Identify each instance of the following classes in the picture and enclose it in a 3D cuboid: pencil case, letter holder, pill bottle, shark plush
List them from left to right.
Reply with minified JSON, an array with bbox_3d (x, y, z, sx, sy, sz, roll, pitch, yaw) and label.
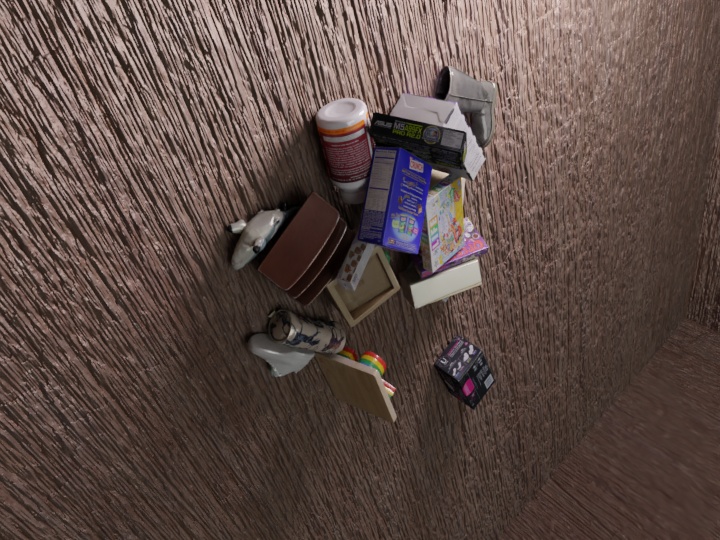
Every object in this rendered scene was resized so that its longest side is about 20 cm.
[{"bbox_3d":[-0.204,-0.088,1.273,0.202,0.089,0.084,-56,162,-34],"label":"shark plush"},{"bbox_3d":[-0.127,0.145,1.430,0.197,0.089,0.079,20,109,-46],"label":"pencil case"},{"bbox_3d":[-0.107,-0.038,1.289,0.141,0.101,0.202,36,84,-3],"label":"letter holder"},{"bbox_3d":[-0.023,-0.251,1.295,0.112,0.112,0.204,-34,132,-25],"label":"pill bottle"}]

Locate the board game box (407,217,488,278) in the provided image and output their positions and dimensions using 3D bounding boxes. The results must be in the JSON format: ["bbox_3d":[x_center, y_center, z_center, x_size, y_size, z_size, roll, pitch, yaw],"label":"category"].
[{"bbox_3d":[0.222,-0.062,1.584,0.195,0.122,0.033,-20,146,-12],"label":"board game box"}]

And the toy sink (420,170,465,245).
[{"bbox_3d":[0.159,-0.161,1.520,0.197,0.111,0.134,-27,129,-37],"label":"toy sink"}]

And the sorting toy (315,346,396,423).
[{"bbox_3d":[0.000,0.275,1.549,0.070,0.195,0.203,-50,138,-31],"label":"sorting toy"}]

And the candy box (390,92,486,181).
[{"bbox_3d":[0.183,-0.312,1.417,0.073,0.166,0.200,-56,138,-9],"label":"candy box"}]

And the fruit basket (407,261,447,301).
[{"bbox_3d":[0.232,-0.035,1.694,0.198,0.093,0.188,35,86,-32],"label":"fruit basket"}]

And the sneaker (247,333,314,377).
[{"bbox_3d":[-0.194,0.209,1.416,0.198,0.075,0.089,22,108,-48],"label":"sneaker"}]

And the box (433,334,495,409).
[{"bbox_3d":[0.339,0.328,1.955,0.133,0.114,0.201,-47,137,-15],"label":"box"}]

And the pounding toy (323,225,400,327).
[{"bbox_3d":[0.000,0.000,1.458,0.198,0.142,0.186,-37,133,-8],"label":"pounding toy"}]

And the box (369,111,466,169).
[{"bbox_3d":[0.125,-0.270,1.271,0.160,0.194,0.046,13,92,-78],"label":"box"}]

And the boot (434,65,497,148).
[{"bbox_3d":[0.264,-0.406,1.518,0.197,0.071,0.188,-10,105,-48],"label":"boot"}]

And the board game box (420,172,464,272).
[{"bbox_3d":[0.198,-0.114,1.474,0.133,0.034,0.204,-37,134,-29],"label":"board game box"}]

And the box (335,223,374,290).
[{"bbox_3d":[0.005,-0.052,1.336,0.204,0.038,0.042,-66,156,-23],"label":"box"}]

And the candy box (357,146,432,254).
[{"bbox_3d":[0.079,-0.150,1.319,0.168,0.075,0.206,11,91,-58],"label":"candy box"}]

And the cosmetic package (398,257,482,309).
[{"bbox_3d":[0.210,0.021,1.598,0.195,0.104,0.075,-20,112,-7],"label":"cosmetic package"}]
